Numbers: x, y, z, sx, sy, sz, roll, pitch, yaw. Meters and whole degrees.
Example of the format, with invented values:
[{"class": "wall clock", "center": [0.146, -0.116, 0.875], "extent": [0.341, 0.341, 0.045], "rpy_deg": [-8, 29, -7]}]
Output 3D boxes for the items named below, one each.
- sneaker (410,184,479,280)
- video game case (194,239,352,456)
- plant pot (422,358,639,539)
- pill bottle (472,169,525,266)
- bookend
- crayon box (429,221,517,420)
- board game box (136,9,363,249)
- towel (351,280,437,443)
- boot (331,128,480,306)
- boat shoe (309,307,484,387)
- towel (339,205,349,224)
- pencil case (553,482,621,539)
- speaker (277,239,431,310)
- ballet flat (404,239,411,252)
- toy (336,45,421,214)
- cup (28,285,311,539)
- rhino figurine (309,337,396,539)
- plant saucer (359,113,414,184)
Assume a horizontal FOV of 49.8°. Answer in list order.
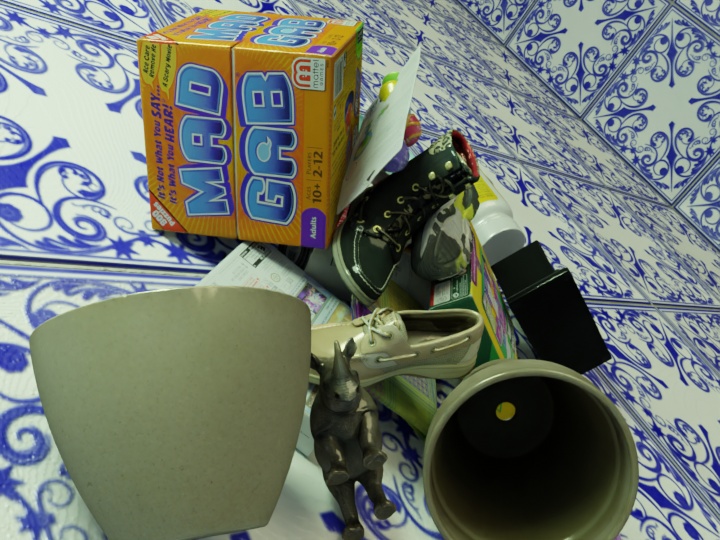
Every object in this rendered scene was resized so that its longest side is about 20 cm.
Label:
[{"class": "sneaker", "center": [0.090, -0.048, 0.941], "extent": [0.075, 0.084, 0.201], "rpy_deg": [55, 36, -21]}, {"class": "video game case", "center": [-0.083, 0.064, 0.784], "extent": [0.180, 0.046, 0.200], "rpy_deg": [38, 27, -2]}, {"class": "plant pot", "center": [0.156, 0.169, 0.781], "extent": [0.198, 0.201, 0.174], "rpy_deg": [34, 11, -5]}, {"class": "pill bottle", "center": [0.182, -0.098, 1.286], "extent": [0.113, 0.115, 0.201], "rpy_deg": [12, 36, -40]}, {"class": "bookend", "center": [0.256, 0.024, 1.121], "extent": [0.199, 0.091, 0.201], "rpy_deg": [53, 13, -37]}, {"class": "crayon box", "center": [0.144, 0.059, 0.969], "extent": [0.201, 0.057, 0.174], "rpy_deg": [-76, 144, -61]}, {"class": "board game box", "center": [-0.110, -0.166, 0.867], "extent": [0.196, 0.203, 0.201], "rpy_deg": [6, 27, 7]}, {"class": "towel", "center": [0.035, 0.080, 0.850], "extent": [0.143, 0.023, 0.202], "rpy_deg": [41, 30, -35]}, {"class": "boot", "center": [0.051, -0.064, 0.833], "extent": [0.074, 0.153, 0.205], "rpy_deg": [45, 29, -20]}, {"class": "boat shoe", "center": [0.022, 0.064, 0.735], "extent": [0.196, 0.066, 0.073], "rpy_deg": [1, 38, -15]}, {"class": "towel", "center": [0.026, -0.073, 1.069], "extent": [0.142, 0.023, 0.200], "rpy_deg": [4, 20, 21]}, {"class": "pencil case", "center": [0.233, 0.298, 0.758], "extent": [0.083, 0.086, 0.201], "rpy_deg": [27, 28, -22]}, {"class": "speaker", "center": [0.000, 0.000, 0.949], "extent": [0.198, 0.082, 0.082], "rpy_deg": [16, 33, -35]}, {"class": "ballet flat", "center": [0.068, -0.044, 1.114], "extent": [0.068, 0.067, 0.200], "rpy_deg": [42, 27, 2]}, {"class": "toy", "center": [0.035, -0.150, 0.862], "extent": [0.047, 0.115, 0.202], "rpy_deg": [29, 43, -20]}, {"class": "cup", "center": [-0.122, 0.111, 0.539], "extent": [0.198, 0.199, 0.146], "rpy_deg": [8, 65, -43]}, {"class": "rhino figurine", "center": [-0.012, 0.128, 0.629], "extent": [0.059, 0.202, 0.088], "rpy_deg": [-13, 42, -6]}, {"class": "plant saucer", "center": [0.024, -0.165, 1.133], "extent": [0.198, 0.036, 0.201], "rpy_deg": [33, 22, -15]}]
